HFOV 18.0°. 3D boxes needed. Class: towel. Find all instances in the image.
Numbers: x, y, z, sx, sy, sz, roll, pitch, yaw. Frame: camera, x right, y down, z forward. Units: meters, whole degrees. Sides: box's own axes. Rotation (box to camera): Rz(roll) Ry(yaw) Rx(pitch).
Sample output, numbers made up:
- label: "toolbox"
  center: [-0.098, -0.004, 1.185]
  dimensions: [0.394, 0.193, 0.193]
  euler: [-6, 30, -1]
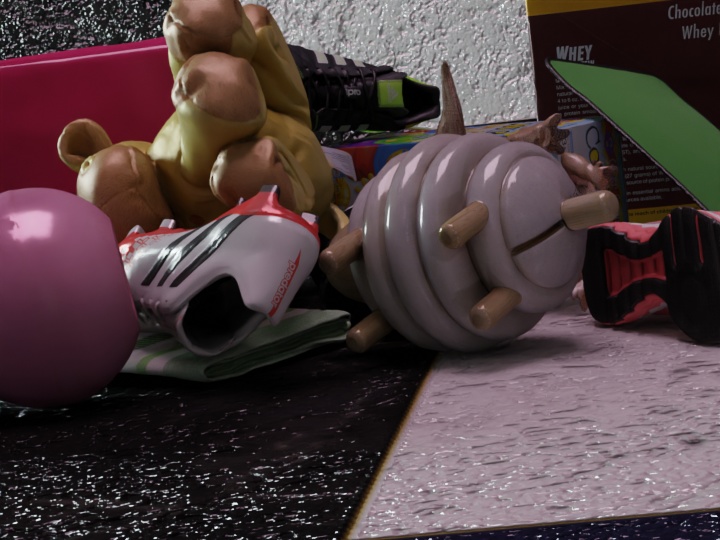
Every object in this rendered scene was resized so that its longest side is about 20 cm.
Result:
- label: "towel"
  center: [-0.121, 0.047, 1.399]
  dimensions: [0.199, 0.024, 0.152]
  euler: [1, 11, 38]

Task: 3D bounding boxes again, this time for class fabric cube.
- label: "fabric cube"
  center: [-0.182, -0.060, 1.618]
  dimensions: [0.198, 0.198, 0.200]
  euler: [-9, 8, -7]

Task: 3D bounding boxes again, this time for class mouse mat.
- label: "mouse mat"
  center: [0.236, -0.090, 1.642]
  dimensions: [0.160, 0.008, 0.200]
  euler: [2, 36, -50]

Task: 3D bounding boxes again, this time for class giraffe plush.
- label: "giraffe plush"
  center: [-0.108, -0.061, 1.405]
  dimensions: [0.161, 0.173, 0.200]
  euler: [-21, -29, 14]

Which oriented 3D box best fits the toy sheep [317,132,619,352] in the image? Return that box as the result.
- label: "toy sheep"
  center: [0.061, -0.015, 1.292]
  dimensions: [0.199, 0.139, 0.138]
  euler: [-6, 5, 38]

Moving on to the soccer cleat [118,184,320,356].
- label: "soccer cleat"
  center: [-0.098, 0.014, 1.307]
  dimensions: [0.069, 0.086, 0.199]
  euler: [36, -34, -28]

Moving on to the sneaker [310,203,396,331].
- label: "sneaker"
  center: [0.000, 0.000, 1.463]
  dimensions: [0.087, 0.076, 0.200]
  euler: [-17, 11, -27]

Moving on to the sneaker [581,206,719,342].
- label: "sneaker"
  center: [0.203, -0.005, 1.287]
  dimensions: [0.086, 0.074, 0.200]
  euler: [-8, 7, -22]

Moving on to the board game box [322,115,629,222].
- label: "board game box"
  center: [0.082, -0.050, 1.647]
  dimensions: [0.199, 0.106, 0.103]
  euler: [-3, 7, 32]

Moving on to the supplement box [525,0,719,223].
- label: "supplement box"
  center: [0.245, -0.138, 1.816]
  dimensions: [0.196, 0.201, 0.133]
  euler: [-5, 7, 14]

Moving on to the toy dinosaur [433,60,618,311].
- label: "toy dinosaur"
  center: [0.099, -0.045, 1.451]
  dimensions: [0.086, 0.200, 0.135]
  euler: [-54, 16, -9]

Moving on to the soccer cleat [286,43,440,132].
- label: "soccer cleat"
  center: [-0.015, -0.132, 1.668]
  dimensions: [0.081, 0.068, 0.200]
  euler: [0, 2, 34]

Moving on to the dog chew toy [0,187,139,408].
- label: "dog chew toy"
  center: [-0.227, 0.029, 1.272]
  dimensions: [0.199, 0.125, 0.125]
  euler: [-16, 7, -5]
